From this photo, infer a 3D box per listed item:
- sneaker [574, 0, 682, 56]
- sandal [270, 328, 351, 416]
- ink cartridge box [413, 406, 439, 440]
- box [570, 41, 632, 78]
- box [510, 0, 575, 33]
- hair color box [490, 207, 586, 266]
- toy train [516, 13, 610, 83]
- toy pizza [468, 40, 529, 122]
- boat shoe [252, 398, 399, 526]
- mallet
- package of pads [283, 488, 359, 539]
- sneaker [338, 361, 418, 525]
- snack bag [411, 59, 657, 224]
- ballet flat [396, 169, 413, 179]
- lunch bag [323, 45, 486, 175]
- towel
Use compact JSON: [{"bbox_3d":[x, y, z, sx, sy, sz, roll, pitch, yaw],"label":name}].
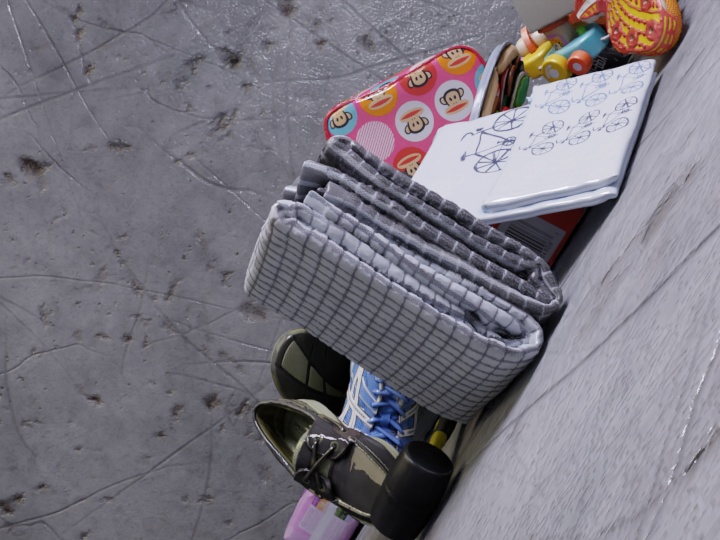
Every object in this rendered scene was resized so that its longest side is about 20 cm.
[{"bbox_3d":[0.240,-0.226,0.968,0.200,0.077,0.073,-96,14,-65],"label":"sneaker"},{"bbox_3d":[-0.029,0.103,1.125,0.201,0.057,0.080,27,-90,-56],"label":"sandal"},{"bbox_3d":[0.097,0.058,1.154,0.162,0.050,0.200,-62,1,46],"label":"ink cartridge box"},{"bbox_3d":[0.207,-0.135,1.217,0.158,0.050,0.200,-59,-2,-46],"label":"box"},{"bbox_3d":[0.234,-0.313,1.084,0.199,0.078,0.095,-24,21,32],"label":"box"},{"bbox_3d":[0.151,-0.063,0.973,0.111,0.064,0.200,-63,-4,31],"label":"hair color box"},{"bbox_3d":[0.221,-0.259,1.174,0.150,0.056,0.200,-41,15,7],"label":"toy train"},{"bbox_3d":[0.133,-0.120,1.112,0.200,0.032,0.201,12,-90,-75],"label":"toy pizza"},{"bbox_3d":[-0.030,0.160,0.971,0.201,0.066,0.072,28,101,54],"label":"boat shoe"},{"bbox_3d":[0.053,0.139,0.862,0.066,0.041,0.200,-63,-7,15],"label":"mallet"},{"bbox_3d":[-0.006,0.226,1.319,0.201,0.075,0.121,-61,-5,15],"label":"package of pads"},{"bbox_3d":[0.014,0.126,1.027,0.077,0.075,0.201,111,164,-65],"label":"sneaker"},{"bbox_3d":[0.118,-0.091,0.872,0.199,0.021,0.189,-11,31,31],"label":"snack bag"},{"bbox_3d":[0.055,-0.038,0.940,0.068,0.069,0.200,-35,29,-9],"label":"ballet flat"},{"bbox_3d":[0.074,-0.136,1.271,0.199,0.177,0.082,-25,7,3],"label":"lunch bag"},{"bbox_3d":[0.025,0.010,0.790,0.086,0.199,0.166,-58,-1,-24],"label":"towel"}]
